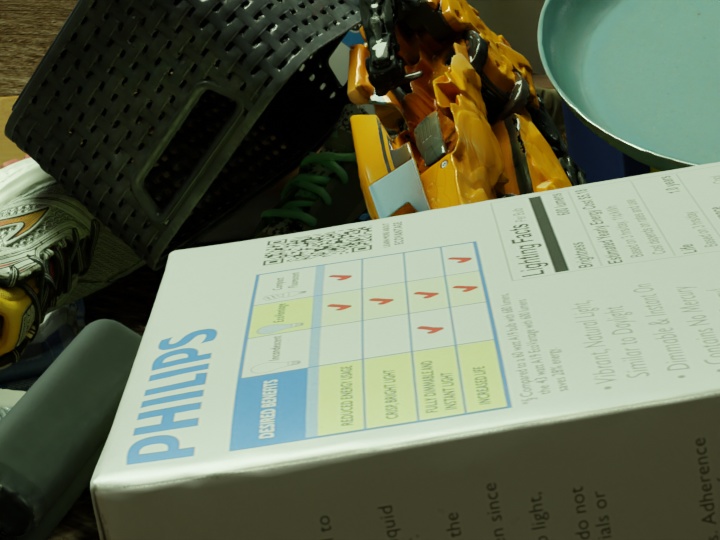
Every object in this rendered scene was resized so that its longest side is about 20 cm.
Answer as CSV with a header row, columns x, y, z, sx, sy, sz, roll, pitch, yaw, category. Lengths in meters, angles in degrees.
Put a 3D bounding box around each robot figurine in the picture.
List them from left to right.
x,y,z,sx,sy,sz,roll,pitch,yaw,category
0.042,-0.039,0.811,0.058,0.145,0.201,-35,36,21,robot figurine

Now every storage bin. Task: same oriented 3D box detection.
x,y,z,sx,sy,sz,roll,pitch,yaw,category
-0.055,-0.103,0.931,0.135,0.094,0.200,-51,-4,32,storage bin

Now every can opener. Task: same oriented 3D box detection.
x,y,z,sx,sy,sz,roll,pitch,yaw,category
-0.110,0.086,0.671,0.066,0.053,0.200,29,30,-2,can opener

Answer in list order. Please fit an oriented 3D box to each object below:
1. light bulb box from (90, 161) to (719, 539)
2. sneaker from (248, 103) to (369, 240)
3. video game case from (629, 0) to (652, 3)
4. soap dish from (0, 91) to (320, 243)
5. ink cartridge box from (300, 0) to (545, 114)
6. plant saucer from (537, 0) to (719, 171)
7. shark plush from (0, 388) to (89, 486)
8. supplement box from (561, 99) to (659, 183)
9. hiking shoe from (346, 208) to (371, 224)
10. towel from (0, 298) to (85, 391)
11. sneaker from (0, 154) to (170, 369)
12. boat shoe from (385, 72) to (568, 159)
x,y,z,sx,sy,sz,roll,pitch,yaw,category
0.047,0.061,0.540,0.198,0.126,0.198,-9,15,3,light bulb box
-0.015,-0.034,0.991,0.077,0.089,0.199,7,22,45,sneaker
0.215,-0.094,0.910,0.180,0.201,0.023,-11,-18,-6,video game case
-0.126,-0.055,1.070,0.199,0.082,0.157,-5,4,-40,soap dish
0.001,-0.131,1.222,0.199,0.148,0.144,8,22,44,ink cartridge box
0.173,-0.092,0.841,0.198,0.028,0.201,-5,40,4,plant saucer
-0.154,0.080,0.710,0.083,0.091,0.200,27,17,9,shark plush
0.206,-0.081,0.995,0.198,0.110,0.110,-10,15,-6,supplement box
0.000,0.000,0.889,0.086,0.075,0.200,-10,11,16,hiking shoe
-0.204,0.032,0.988,0.146,0.024,0.200,-11,16,-6,towel
-0.159,0.009,0.901,0.199,0.078,0.082,-25,43,-37,sneaker
0.085,-0.073,1.124,0.199,0.073,0.067,-10,9,-28,boat shoe
